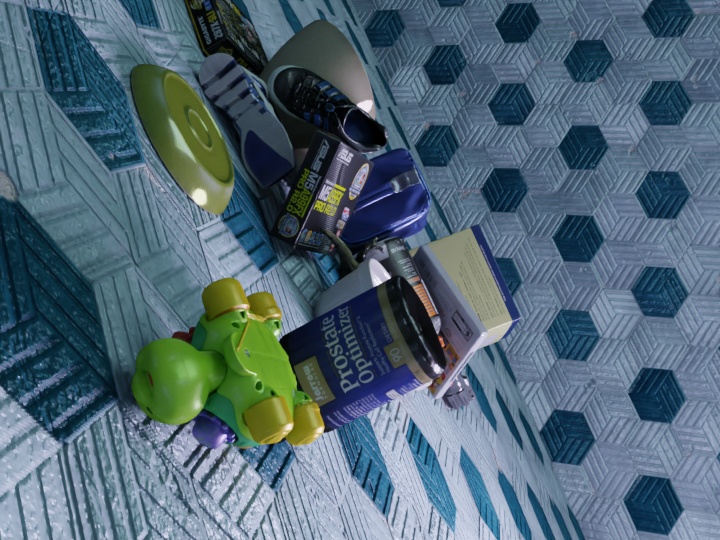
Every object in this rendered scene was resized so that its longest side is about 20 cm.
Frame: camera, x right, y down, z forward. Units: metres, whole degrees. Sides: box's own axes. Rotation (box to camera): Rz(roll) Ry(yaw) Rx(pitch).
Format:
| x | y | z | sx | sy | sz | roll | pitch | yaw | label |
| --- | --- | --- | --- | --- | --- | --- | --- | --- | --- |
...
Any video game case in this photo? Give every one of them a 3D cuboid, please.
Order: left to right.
| x | y | z | sx | sy | sz | roll | pitch | yaw | label |
| --- | --- | --- | --- | --- | --- | --- | --- | --- | --- |
| 0.123 | 0.090 | 1.651 | 0.023 | 0.183 | 0.202 | -10 | 54 | -38 | video game case |

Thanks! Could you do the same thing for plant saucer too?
| x | y | z | sx | sy | sz | roll | pitch | yaw | label |
| --- | --- | --- | --- | --- | --- | --- | --- | --- | --- |
| -0.206 | -0.165 | 1.145 | 0.202 | 0.031 | 0.201 | 59 | 12 | -20 | plant saucer |

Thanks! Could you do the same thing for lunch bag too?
| x | y | z | sx | sy | sz | roll | pitch | yaw | label |
| --- | --- | --- | --- | --- | --- | --- | --- | --- | --- |
| 0.020 | -0.117 | 1.650 | 0.133 | 0.197 | 0.138 | 89 | -25 | -75 | lunch bag |

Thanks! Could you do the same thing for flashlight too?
| x | y | z | sx | sy | sz | roll | pitch | yaw | label |
| --- | --- | --- | --- | --- | --- | --- | --- | --- | --- |
| 0.160 | 0.191 | 1.911 | 0.067 | 0.068 | 0.203 | 6 | -52 | 52 | flashlight |

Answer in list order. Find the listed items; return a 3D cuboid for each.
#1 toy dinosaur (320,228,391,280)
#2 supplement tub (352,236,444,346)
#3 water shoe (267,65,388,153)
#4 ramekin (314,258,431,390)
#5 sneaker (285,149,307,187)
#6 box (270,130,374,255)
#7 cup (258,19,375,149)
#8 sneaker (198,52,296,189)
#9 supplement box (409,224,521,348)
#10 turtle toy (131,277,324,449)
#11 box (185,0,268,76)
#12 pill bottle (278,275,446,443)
| x | y | z | sx | sy | sz | roll | pitch | yaw | label |
| --- | --- | --- | --- | --- | --- | --- | --- | --- | --- |
| 0.000 | 0.000 | 1.443 | 0.048 | 0.087 | 0.202 | 56 | -15 | 44 | toy dinosaur |
| 0.058 | 0.057 | 1.599 | 0.203 | 0.121 | 0.122 | 65 | 12 | 6 | supplement tub |
| -0.042 | -0.241 | 1.386 | 0.198 | 0.073 | 0.079 | 27 | -6 | -25 | water shoe |
| 0.015 | 0.095 | 1.372 | 0.202 | 0.104 | 0.201 | 59 | 13 | -22 | ramekin |
| -0.103 | -0.173 | 1.561 | 0.201 | 0.070 | 0.074 | -115 | -149 | -48 | sneaker |
| -0.052 | -0.108 | 1.395 | 0.044 | 0.163 | 0.200 | 27 | 4 | 13 | box |
| -0.089 | -0.274 | 1.501 | 0.201 | 0.142 | 0.202 | 49 | -24 | 29 | cup |
| -0.153 | -0.230 | 1.389 | 0.202 | 0.080 | 0.115 | 60 | 14 | -8 | sneaker |
| 0.166 | 0.055 | 1.798 | 0.135 | 0.196 | 0.203 | 100 | -32 | -70 | supplement box |
| -0.117 | 0.091 | 0.807 | 0.148 | 0.100 | 0.200 | 67 | 13 | 17 | turtle toy |
| -0.210 | -0.378 | 1.537 | 0.162 | 0.049 | 0.200 | 66 | 12 | 23 | box |
| -0.019 | 0.098 | 0.979 | 0.113 | 0.197 | 0.112 | 57 | 12 | -20 | pill bottle |
